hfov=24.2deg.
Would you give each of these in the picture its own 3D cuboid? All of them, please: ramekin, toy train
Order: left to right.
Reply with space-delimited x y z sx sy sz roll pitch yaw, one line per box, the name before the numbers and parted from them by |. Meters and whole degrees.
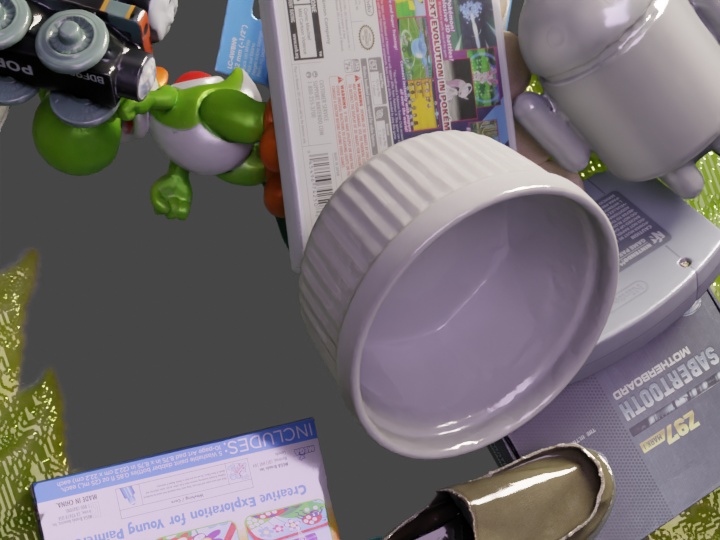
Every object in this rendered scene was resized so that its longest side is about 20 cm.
toy train | -0.215 -0.167 1.069 0.198 0.086 0.115 15 61 10
ramekin | 0.054 0.008 1.059 0.199 0.202 0.105 -28 45 -17

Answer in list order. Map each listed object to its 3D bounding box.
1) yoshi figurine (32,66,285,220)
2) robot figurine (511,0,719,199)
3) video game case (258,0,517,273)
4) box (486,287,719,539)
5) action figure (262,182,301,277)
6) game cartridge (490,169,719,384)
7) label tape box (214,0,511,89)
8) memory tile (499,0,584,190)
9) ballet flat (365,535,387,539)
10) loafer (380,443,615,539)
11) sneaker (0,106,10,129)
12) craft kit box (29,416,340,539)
yoshi figurine | -0.137 -0.088 1.133 0.198 0.112 0.114 17 102 9
robot figurine | 0.185 -0.143 1.160 0.169 0.113 0.200 -41 112 2
video game case | 0.023 -0.110 1.112 0.180 0.023 0.203 -9 94 -31
box | 0.190 0.102 1.210 0.199 0.051 0.159 -29 89 -16
action figure | 0.000 0.000 1.179 0.117 0.055 0.202 -12 80 -4
game cartridge | 0.155 0.008 1.190 0.199 0.041 0.133 -30 45 -16
label tape box | 0.007 -0.193 1.211 0.198 0.066 0.145 13 79 -13
memory tile | 0.065 -0.101 1.166 0.152 0.017 0.202 -27 100 -23
ballet flat | 0.088 0.232 1.149 0.197 0.064 0.076 10 48 10
loafer | 0.083 0.174 1.105 0.199 0.070 0.075 -30 61 -13
sneaker | -0.292 -0.086 1.107 0.074 0.082 0.201 35 71 -6
craft kit box | -0.104 0.217 1.122 0.198 0.049 0.200 -11 80 -15
